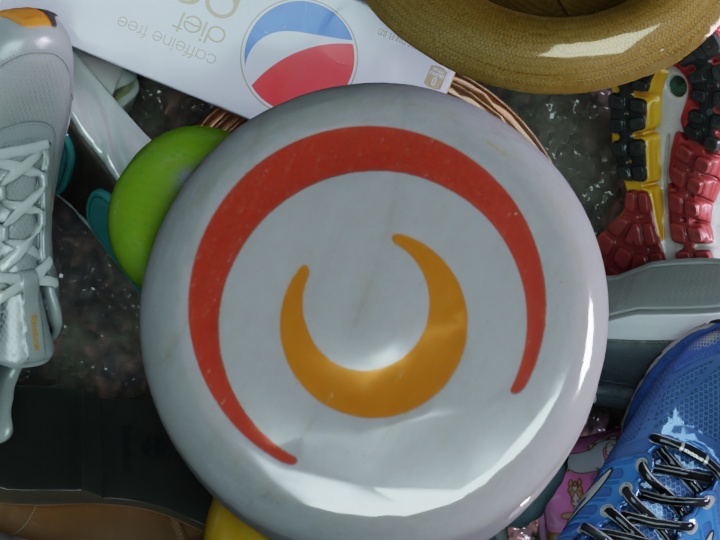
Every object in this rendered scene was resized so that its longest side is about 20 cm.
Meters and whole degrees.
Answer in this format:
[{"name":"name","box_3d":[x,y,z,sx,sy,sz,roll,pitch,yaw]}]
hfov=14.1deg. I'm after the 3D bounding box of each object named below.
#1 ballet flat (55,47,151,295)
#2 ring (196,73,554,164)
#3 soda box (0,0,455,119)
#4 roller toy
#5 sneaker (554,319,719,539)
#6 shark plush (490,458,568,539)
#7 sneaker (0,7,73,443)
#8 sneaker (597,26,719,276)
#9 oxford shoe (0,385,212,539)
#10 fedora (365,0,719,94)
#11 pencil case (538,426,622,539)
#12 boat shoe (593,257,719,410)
[{"name":"ballet flat","box_3d":[-0.107,-0.051,1.274,0.069,0.069,0.200,-43,81,-2]},{"name":"ring","box_3d":[0.000,0.000,1.319,0.200,0.019,0.201,-1,96,-8]},{"name":"soda box","box_3d":[-0.059,-0.108,1.258,0.199,0.064,0.068,22,98,-9]},{"name":"roller toy","box_3d":[0.007,0.029,1.165,0.182,0.140,0.201,-16,80,-2]},{"name":"sneaker","box_3d":[0.120,0.113,1.196,0.078,0.089,0.200,28,107,5]},{"name":"shark plush","box_3d":[0.012,0.137,1.234,0.083,0.091,0.201,27,73,-33]},{"name":"sneaker","box_3d":[-0.147,-0.011,1.203,0.076,0.092,0.201,-8,130,-36]},{"name":"sneaker","box_3d":[0.155,-0.022,1.306,0.078,0.082,0.201,22,115,33]},{"name":"oxford shoe","box_3d":[-0.084,0.097,1.295,0.199,0.071,0.072,10,55,-5]},{"name":"fedora","box_3d":[0.081,-0.149,1.246,0.200,0.082,0.201,-3,63,5]},{"name":"pencil case","box_3d":[0.179,0.099,1.269,0.199,0.083,0.087,-13,98,15]},{"name":"boat shoe","box_3d":[0.084,0.034,1.265,0.199,0.076,0.061,3,116,27]}]
